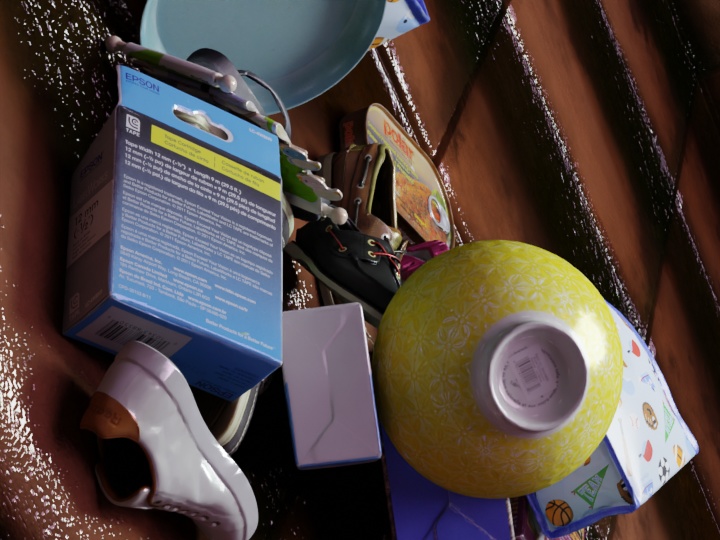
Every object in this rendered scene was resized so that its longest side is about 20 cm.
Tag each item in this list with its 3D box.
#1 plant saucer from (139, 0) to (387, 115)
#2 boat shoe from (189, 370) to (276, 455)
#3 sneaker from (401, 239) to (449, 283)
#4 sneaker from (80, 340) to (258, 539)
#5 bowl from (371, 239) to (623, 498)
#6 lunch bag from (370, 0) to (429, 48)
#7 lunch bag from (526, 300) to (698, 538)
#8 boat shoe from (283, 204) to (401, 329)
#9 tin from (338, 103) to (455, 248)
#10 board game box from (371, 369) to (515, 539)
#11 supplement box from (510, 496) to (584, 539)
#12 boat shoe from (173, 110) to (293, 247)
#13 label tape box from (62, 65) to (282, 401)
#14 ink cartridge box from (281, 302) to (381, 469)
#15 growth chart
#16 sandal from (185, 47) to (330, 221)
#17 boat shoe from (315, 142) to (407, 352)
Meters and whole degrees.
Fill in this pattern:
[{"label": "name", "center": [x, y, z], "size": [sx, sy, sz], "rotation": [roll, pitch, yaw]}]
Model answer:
[{"label": "plant saucer", "center": [-0.077, -0.202, 1.648], "size": [0.200, 0.199, 0.028], "rotation": [47, 14, -48]}, {"label": "boat shoe", "center": [-0.091, 0.065, 1.563], "size": [0.066, 0.071, 0.202], "rotation": [50, 26, -35]}, {"label": "sneaker", "center": [0.078, 0.033, 1.925], "size": [0.200, 0.081, 0.089], "rotation": [-142, -143, -72]}, {"label": "sneaker", "center": [-0.135, 0.138, 1.431], "size": [0.085, 0.072, 0.201], "rotation": [-53, 139, -25]}, {"label": "bowl", "center": [0.116, 0.076, 1.596], "size": [0.108, 0.198, 0.202], "rotation": [180, -110, -76]}, {"label": "lunch bag", "center": [-0.063, -0.256, 1.722], "size": [0.200, 0.169, 0.125], "rotation": [43, 23, -56]}, {"label": "lunch bag", "center": [0.192, 0.114, 1.907], "size": [0.170, 0.123, 0.202], "rotation": [-28, 94, -61]}, {"label": "boat shoe", "center": [-0.002, -0.002, 1.716], "size": [0.074, 0.063, 0.201], "rotation": [42, 0, -27]}, {"label": "tin", "center": [0.035, -0.081, 2.045], "size": [0.200, 0.042, 0.113], "rotation": [44, 39, -52]}, {"label": "board game box", "center": [0.067, 0.145, 1.751], "size": [0.200, 0.096, 0.161], "rotation": [-57, 139, -87]}, {"label": "supplement box", "center": [0.136, 0.230, 1.963], "size": [0.131, 0.102, 0.201], "rotation": [59, 24, -30]}, {"label": "boat shoe", "center": [-0.113, -0.057, 1.618], "size": [0.200, 0.073, 0.065], "rotation": [48, 47, -51]}, {"label": "label tape box", "center": [-0.128, -0.027, 1.484], "size": [0.142, 0.066, 0.201], "rotation": [24, 46, -31]}, {"label": "ink cartridge box", "center": [-0.025, 0.094, 1.644], "size": [0.200, 0.066, 0.117], "rotation": [100, -18, -83]}, {"label": "growth chart", "center": [-0.094, -0.105, 1.621], "size": [0.018, 0.144, 0.200], "rotation": [-58, 141, -16]}, {"label": "sandal", "center": [-0.082, -0.113, 1.679], "size": [0.043, 0.076, 0.200], "rotation": [-57, 143, -18]}, {"label": "boat shoe", "center": [0.004, -0.023, 1.874], "size": [0.072, 0.067, 0.202], "rotation": [38, 40, -58]}]
